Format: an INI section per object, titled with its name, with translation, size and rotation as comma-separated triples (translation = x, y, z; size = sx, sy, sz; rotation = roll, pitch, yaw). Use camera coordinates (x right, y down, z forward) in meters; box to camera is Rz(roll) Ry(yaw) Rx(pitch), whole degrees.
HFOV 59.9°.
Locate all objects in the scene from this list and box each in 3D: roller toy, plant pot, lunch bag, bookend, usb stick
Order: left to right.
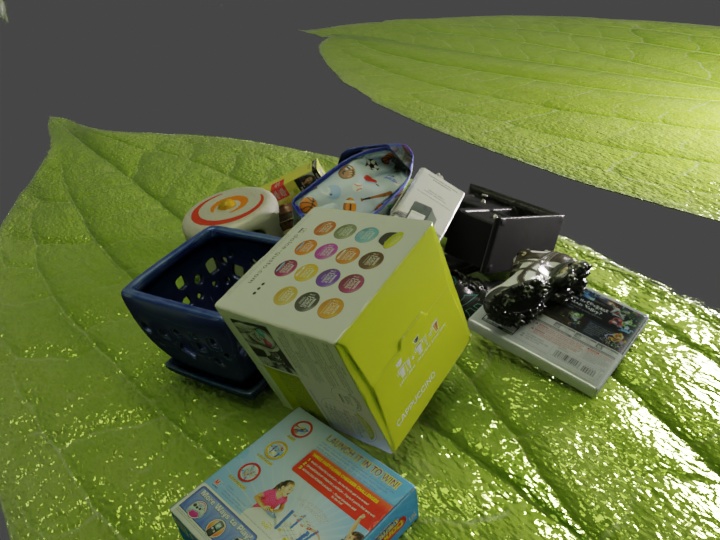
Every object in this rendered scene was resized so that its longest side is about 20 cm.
[plant pot]
translation = -0.190, 0.065, 0.923
size = 0.200, 0.180, 0.200
rotation = 12, 39, 28
[roller toy]
translation = -0.230, -0.071, 1.167
size = 0.182, 0.140, 0.200
rotation = 4, 35, 24
[lunch bag]
translation = -0.010, -0.107, 0.988
size = 0.200, 0.170, 0.124
rotation = -39, 84, -13
[usb stick]
translation = 0.122, 0.005, 1.060
size = 0.200, 0.033, 0.055
rotation = -18, 45, -23
[bookend]
translation = 0.201, -0.078, 1.061
size = 0.199, 0.092, 0.200
rotation = -7, 26, -44

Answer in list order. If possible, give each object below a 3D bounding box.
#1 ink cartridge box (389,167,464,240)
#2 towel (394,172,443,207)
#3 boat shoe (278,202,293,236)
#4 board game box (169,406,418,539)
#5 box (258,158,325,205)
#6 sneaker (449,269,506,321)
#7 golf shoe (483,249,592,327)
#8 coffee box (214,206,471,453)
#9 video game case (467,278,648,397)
[ink cartridge box]
translation = 0.065, -0.037, 0.962
size = 0.084, 0.146, 0.200
rotation = 32, 53, 0
[towel]
translation = 0.073, -0.093, 1.143
size = 0.200, 0.034, 0.133
rotation = -38, 23, 24
[boat shoe]
translation = -0.093, -0.107, 1.160
size = 0.072, 0.068, 0.200
rotation = -20, 6, 21
[board game box]
translation = -0.073, 0.271, 0.698
size = 0.200, 0.056, 0.196
rotation = 24, 45, 40
[box]
translation = -0.158, -0.149, 1.283
size = 0.200, 0.075, 0.050
rotation = -22, 32, 14
[sneaker]
translation = 0.158, 0.040, 0.963
size = 0.200, 0.079, 0.075
rotation = -13, 34, -22
[golf shoe]
translation = 0.239, 0.019, 0.908
size = 0.200, 0.078, 0.094
rotation = -14, 38, -32
[coffee box]
translation = -0.010, 0.064, 0.775
size = 0.198, 0.200, 0.200
rotation = 12, 49, 39
[video game case]
translation = 0.288, 0.075, 0.911
size = 0.200, 0.023, 0.182
rotation = 29, 48, 29
